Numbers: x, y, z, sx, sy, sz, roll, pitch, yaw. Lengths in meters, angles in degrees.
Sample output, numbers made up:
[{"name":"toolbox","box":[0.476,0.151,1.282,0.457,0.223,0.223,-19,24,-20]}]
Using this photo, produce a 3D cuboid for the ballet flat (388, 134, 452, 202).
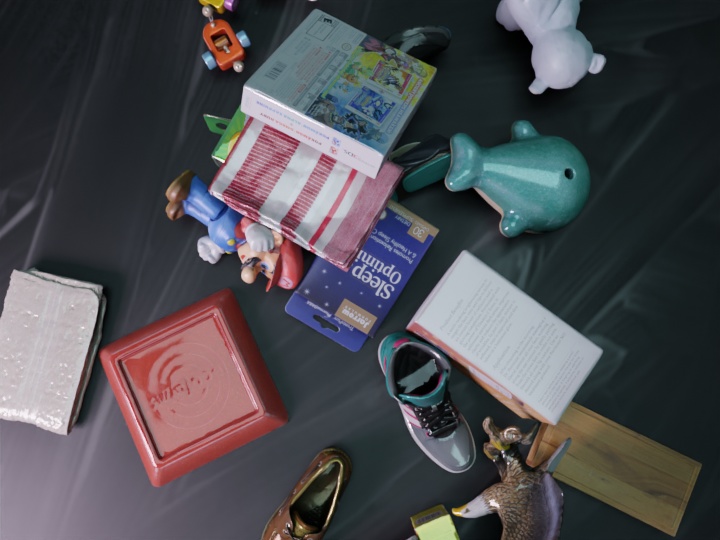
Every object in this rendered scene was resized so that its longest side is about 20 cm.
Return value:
[{"name":"ballet flat","box":[0.042,-0.126,0.942,0.199,0.073,0.073,-29,83,2]}]

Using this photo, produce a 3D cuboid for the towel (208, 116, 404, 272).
[{"name":"towel","box":[-0.065,-0.108,0.832,0.199,0.023,0.145,29,83,3]}]

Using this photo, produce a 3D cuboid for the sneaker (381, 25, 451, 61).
[{"name":"sneaker","box":[0.036,-0.276,0.963,0.199,0.073,0.083,-20,91,6]}]

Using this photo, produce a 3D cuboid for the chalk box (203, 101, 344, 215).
[{"name":"chalk box","box":[-0.109,-0.159,0.911,0.199,0.125,0.125,29,82,2]}]

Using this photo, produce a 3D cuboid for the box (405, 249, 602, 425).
[{"name":"box","box":[0.169,0.086,0.863,0.199,0.152,0.107,36,83,5]}]

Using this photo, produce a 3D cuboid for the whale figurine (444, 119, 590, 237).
[{"name":"whale figurine","box":[0.209,-0.123,0.897,0.198,0.104,0.161,14,81,-21]}]

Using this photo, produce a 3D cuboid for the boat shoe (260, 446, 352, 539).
[{"name":"boat shoe","box":[-0.076,0.315,0.869,0.072,0.068,0.201,25,83,2]}]

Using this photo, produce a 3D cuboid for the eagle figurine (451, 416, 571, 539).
[{"name":"eagle figurine","box":[0.182,0.290,0.816,0.151,0.151,0.201,16,52,-38]}]

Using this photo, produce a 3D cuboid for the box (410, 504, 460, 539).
[{"name":"box","box":[0.122,0.399,0.856,0.050,0.075,0.201,-20,83,-3]}]

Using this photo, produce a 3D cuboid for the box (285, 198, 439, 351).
[{"name":"box","box":[0.000,0.000,0.903,0.121,0.032,0.201,30,96,-10]}]

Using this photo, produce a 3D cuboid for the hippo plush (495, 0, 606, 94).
[{"name":"hippo plush","box":[0.273,-0.329,0.917,0.158,0.200,0.162,-26,90,18]}]

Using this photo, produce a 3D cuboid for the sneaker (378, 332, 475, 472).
[{"name":"sneaker","box":[0.089,0.165,0.866,0.083,0.121,0.201,-31,83,-5]}]

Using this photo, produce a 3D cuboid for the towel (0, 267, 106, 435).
[{"name":"towel","box":[-0.419,0.103,0.916,0.131,0.034,0.202,13,83,3]}]

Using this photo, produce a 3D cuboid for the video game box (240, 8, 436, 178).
[{"name":"video game box","box":[-0.020,-0.224,0.852,0.181,0.047,0.201,26,51,5]}]

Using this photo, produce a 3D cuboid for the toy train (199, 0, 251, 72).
[{"name":"toy train","box":[-0.153,-0.372,0.980,0.199,0.056,0.151,-35,85,-2]}]

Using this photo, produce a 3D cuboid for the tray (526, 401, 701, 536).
[{"name":"tray","box":[0.327,0.251,0.899,0.199,0.037,0.099,26,82,2]}]

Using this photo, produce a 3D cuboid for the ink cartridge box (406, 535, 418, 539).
[{"name":"ink cartridge box","box":[-0.015,0.404,0.787,0.199,0.146,0.085,-33,81,17]}]

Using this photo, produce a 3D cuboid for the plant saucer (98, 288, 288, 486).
[{"name":"plant saucer","box":[-0.223,0.151,0.909,0.198,0.037,0.201,-25,83,-4]}]

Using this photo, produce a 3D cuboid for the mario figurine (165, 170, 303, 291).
[{"name":"mario figurine","box":[-0.164,-0.035,0.885,0.199,0.123,0.106,33,100,0]}]
